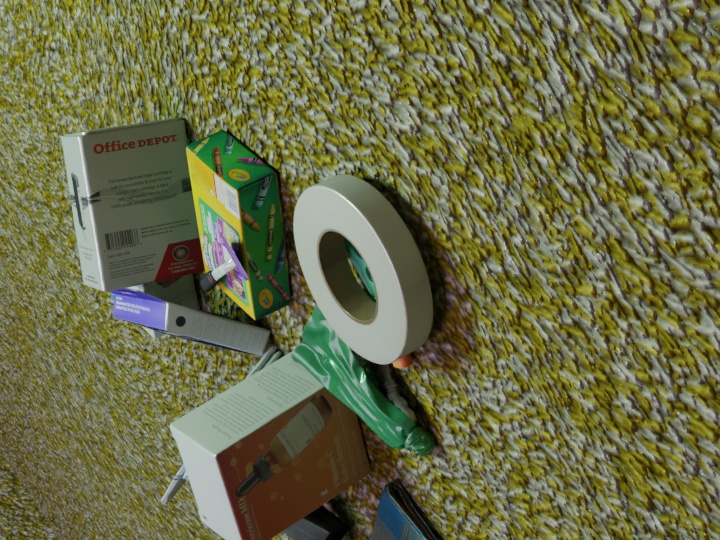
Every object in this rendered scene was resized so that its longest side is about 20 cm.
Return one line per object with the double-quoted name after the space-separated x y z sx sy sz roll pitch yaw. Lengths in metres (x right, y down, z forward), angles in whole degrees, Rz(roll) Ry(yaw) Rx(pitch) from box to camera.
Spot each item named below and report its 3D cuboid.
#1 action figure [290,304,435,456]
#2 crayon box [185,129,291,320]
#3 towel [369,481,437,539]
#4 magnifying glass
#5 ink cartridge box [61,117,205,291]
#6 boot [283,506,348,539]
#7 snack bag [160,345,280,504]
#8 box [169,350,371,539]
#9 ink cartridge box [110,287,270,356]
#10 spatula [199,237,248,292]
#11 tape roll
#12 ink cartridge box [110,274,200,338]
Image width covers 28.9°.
0.010 0.136 1.576 0.200 0.055 0.118 46 149 18 "action figure"
-0.146 -0.053 1.686 0.119 0.058 0.201 40 146 41 "crayon box"
0.064 0.360 1.725 0.147 0.022 0.200 50 153 26 "towel"
0.017 0.010 1.483 0.080 0.022 0.201 10 124 59 "magnifying glass"
-0.290 -0.087 1.783 0.084 0.144 0.201 12 111 59 "ink cartridge box"
-0.098 0.303 1.907 0.200 0.165 0.066 28 110 18 "boot"
-0.185 0.209 1.831 0.021 0.189 0.200 36 136 1 "snack bag"
-0.106 0.217 1.694 0.106 0.200 0.153 23 135 48 "box"
-0.251 0.064 1.858 0.198 0.199 0.044 5 77 60 "ink cartridge box"
-0.169 0.001 1.686 0.057 0.021 0.200 60 156 0 "spatula"
0.000 0.000 1.445 0.203 0.037 0.203 40 144 38 "tape roll"
-0.310 -0.028 1.990 0.144 0.084 0.201 35 142 45 "ink cartridge box"
